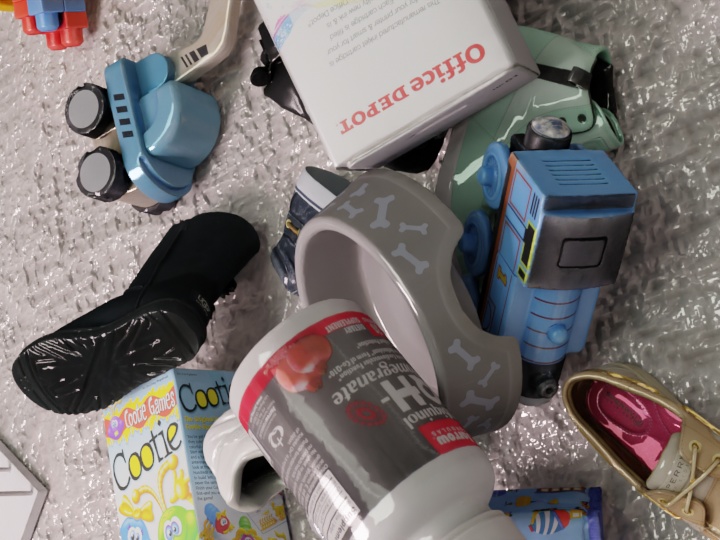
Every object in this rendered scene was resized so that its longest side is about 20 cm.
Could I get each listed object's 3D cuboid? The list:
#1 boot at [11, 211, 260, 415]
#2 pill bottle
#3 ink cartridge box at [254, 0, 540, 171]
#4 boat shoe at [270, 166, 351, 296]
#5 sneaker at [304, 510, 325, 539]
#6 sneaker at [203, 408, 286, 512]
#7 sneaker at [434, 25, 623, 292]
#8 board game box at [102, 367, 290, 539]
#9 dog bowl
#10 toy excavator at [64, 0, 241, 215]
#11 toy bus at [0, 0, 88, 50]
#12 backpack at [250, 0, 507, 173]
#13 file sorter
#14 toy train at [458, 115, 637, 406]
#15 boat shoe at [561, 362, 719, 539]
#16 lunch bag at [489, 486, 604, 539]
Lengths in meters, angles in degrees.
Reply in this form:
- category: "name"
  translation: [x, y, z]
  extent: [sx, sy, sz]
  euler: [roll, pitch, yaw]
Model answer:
- category: "boot"
  translation: [-0.188, 0.033, 1.180]
  extent: [0.199, 0.169, 0.077]
  euler: [-22, 113, 27]
- category: "pill bottle"
  translation: [0.014, 0.123, 0.850]
  extent: [0.200, 0.110, 0.111]
  euler: [49, 116, 26]
- category: "ink cartridge box"
  translation: [0.013, -0.187, 0.932]
  extent: [0.144, 0.085, 0.202]
  euler: [-27, 82, 18]
- category: "boat shoe"
  translation: [0.000, 0.000, 1.082]
  extent: [0.200, 0.070, 0.092]
  euler: [43, 116, 47]
- category: "sneaker"
  translation: [0.039, 0.201, 1.012]
  extent: [0.114, 0.075, 0.201]
  euler: [-53, 54, 23]
- category: "sneaker"
  translation: [-0.035, 0.117, 1.057]
  extent: [0.200, 0.078, 0.100]
  euler: [-45, 30, 12]
- category: "sneaker"
  translation: [0.123, -0.072, 0.976]
  extent: [0.117, 0.073, 0.203]
  euler: [13, 98, 34]
- category: "board game box"
  translation: [-0.136, 0.196, 1.152]
  extent: [0.102, 0.104, 0.202]
  euler: [-26, 67, 37]
- category: "dog bowl"
  translation: [0.025, 0.034, 0.940]
  extent: [0.200, 0.058, 0.202]
  euler: [42, 147, 36]
- category: "toy excavator"
  translation: [-0.166, -0.170, 1.246]
  extent: [0.198, 0.100, 0.197]
  euler: [-23, 71, 24]
- category: "toy bus"
  translation: [-0.340, -0.323, 1.401]
  extent: [0.199, 0.135, 0.194]
  euler: [4, 103, 44]
- category: "backpack"
  translation: [0.028, -0.194, 1.037]
  extent: [0.166, 0.126, 0.202]
  euler: [30, 104, 19]
- category: "file sorter"
  translation: [-0.444, 0.237, 1.411]
  extent: [0.199, 0.124, 0.140]
  euler: [33, 106, 40]
- category: "toy train"
  translation: [0.117, 0.000, 0.920]
  extent: [0.115, 0.086, 0.202]
  euler: [-113, 28, -53]
- category: "boat shoe"
  translation: [0.206, 0.127, 0.876]
  extent: [0.199, 0.069, 0.074]
  euler: [35, 108, 39]
- category: "lunch bag"
  translation: [0.096, 0.257, 0.927]
  extent: [0.149, 0.094, 0.203]
  euler: [-4, 92, 11]
